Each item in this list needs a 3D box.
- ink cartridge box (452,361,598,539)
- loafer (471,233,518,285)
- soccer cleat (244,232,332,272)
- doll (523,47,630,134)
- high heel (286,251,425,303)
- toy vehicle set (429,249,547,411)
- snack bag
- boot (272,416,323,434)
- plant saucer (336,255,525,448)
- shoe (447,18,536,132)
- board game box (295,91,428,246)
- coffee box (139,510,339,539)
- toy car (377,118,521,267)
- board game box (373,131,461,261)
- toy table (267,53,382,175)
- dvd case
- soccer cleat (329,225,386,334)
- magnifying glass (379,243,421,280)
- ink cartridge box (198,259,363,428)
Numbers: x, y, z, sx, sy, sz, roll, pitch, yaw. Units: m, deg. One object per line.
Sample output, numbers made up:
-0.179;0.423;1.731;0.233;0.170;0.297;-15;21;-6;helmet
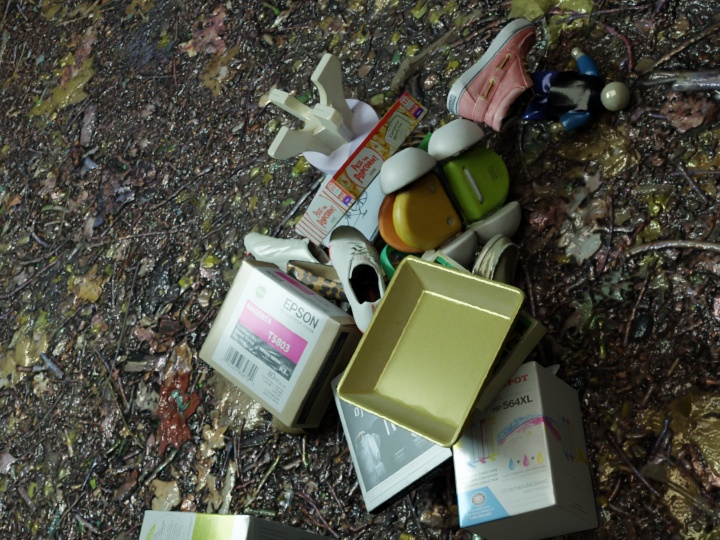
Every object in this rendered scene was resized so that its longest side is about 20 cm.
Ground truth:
0.191;0.212;1.289;0.128;0.125;0.202;-21;57;28;ink cartridge box
0.181;0.053;1.416;0.068;0.075;0.202;13;89;32;loafer
-0.103;-0.024;1.668;0.199;0.069;0.078;31;108;35;soccer cleat
0.284;-0.250;1.497;0.199;0.048;0.137;10;72;40;doll
-0.008;-0.005;1.542;0.200;0.143;0.071;-41;5;20;high heel
0.123;0.070;1.319;0.125;0.026;0.200;-52;44;1;toy vehicle set
-0.002;-0.114;1.652;0.200;0.021;0.189;27;85;52;snack bag
-0.093;0.143;1.585;0.075;0.073;0.202;-12;63;44;boot
0.090;0.098;1.275;0.199;0.048;0.201;18;77;45;plant saucer
0.211;-0.270;1.488;0.091;0.072;0.200;30;59;21;shoe
0.002;-0.143;1.510;0.200;0.046;0.152;-53;3;-34;board game box
-0.173;0.436;1.409;0.196;0.199;0.202;-7;65;35;coffee box
0.110;-0.097;1.475;0.199;0.176;0.150;-33;8;-24;toy car
0.078;-0.104;1.602;0.201;0.023;0.105;-53;45;5;board game box
-0.060;-0.234;1.689;0.199;0.117;0.185;9;71;48;toy table
0.041;0.189;1.377;0.150;0.025;0.201;-40;50;26;dvd case
0.000;0.000;1.457;0.068;0.086;0.201;-13;50;-5;soccer cleat
0.085;0.039;1.434;0.022;0.079;0.201;-54;47;30;magnifying glass
-0.113;0.101;1.507;0.199;0.075;0.166;31;101;31;ink cartridge box
